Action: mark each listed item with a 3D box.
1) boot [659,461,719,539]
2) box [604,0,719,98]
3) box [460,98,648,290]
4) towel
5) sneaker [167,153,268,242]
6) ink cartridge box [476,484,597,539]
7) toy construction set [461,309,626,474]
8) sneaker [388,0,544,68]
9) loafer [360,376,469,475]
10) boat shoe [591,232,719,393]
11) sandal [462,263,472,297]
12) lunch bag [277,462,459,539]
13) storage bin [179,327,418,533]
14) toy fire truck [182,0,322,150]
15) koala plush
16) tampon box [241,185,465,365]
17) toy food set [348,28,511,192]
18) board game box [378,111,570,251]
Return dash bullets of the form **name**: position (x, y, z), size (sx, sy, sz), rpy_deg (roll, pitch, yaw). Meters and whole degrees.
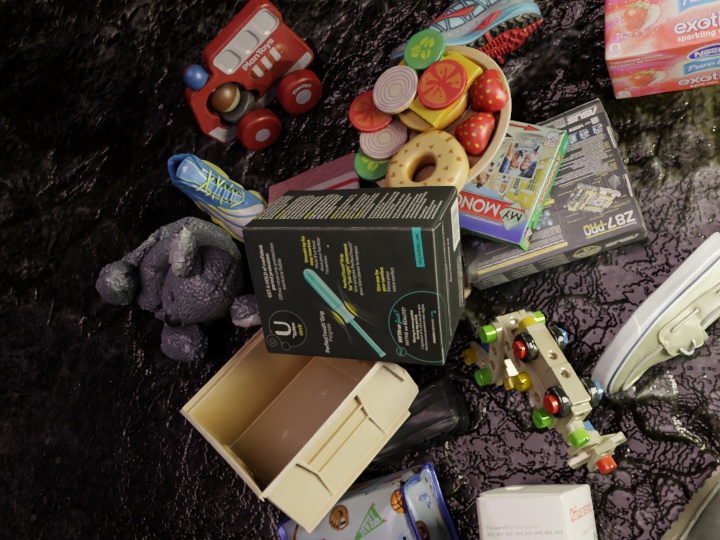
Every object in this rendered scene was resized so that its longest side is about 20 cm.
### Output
- **boot**: position (0.374, 0.273, 0.575), size (0.200, 0.072, 0.182), rpy_deg (37, 110, 37)
- **box**: position (0.365, -0.261, 0.699), size (0.199, 0.095, 0.103), rpy_deg (-2, 76, 28)
- **box**: position (0.204, -0.084, 0.768), size (0.199, 0.049, 0.162), rpy_deg (-20, 66, 22)
- **towel**: position (-0.061, -0.058, 0.881), size (0.144, 0.023, 0.201), rpy_deg (-19, 51, 21)
- **sneaker**: position (-0.212, -0.107, 0.963), size (0.200, 0.105, 0.076), rpy_deg (34, 94, 31)
- **ink cartridge box**: position (0.178, 0.309, 0.626), size (0.084, 0.145, 0.201), rpy_deg (-11, 73, 25)
- **toy construction set**: position (0.187, 0.122, 0.687), size (0.092, 0.131, 0.200), rpy_deg (-26, 59, -26)
- **sneaker**: position (0.131, -0.302, 0.858), size (0.199, 0.079, 0.096), rpy_deg (-14, 58, 17)
- **loafer**: position (0.030, 0.188, 0.785), size (0.200, 0.068, 0.071), rpy_deg (-27, 58, 14)
- **boat shoe**: position (0.314, 0.051, 0.662), size (0.200, 0.072, 0.062), rpy_deg (-50, 58, 5)
- **sandal**: position (0.032, -0.011, 0.828), size (0.211, 0.070, 0.078), rpy_deg (23, 89, 30)
- **lunch bag**: position (0.026, 0.337, 0.720), size (0.169, 0.124, 0.201), rpy_deg (-23, 81, 22)
- **storage bin**: position (-0.069, 0.153, 0.764), size (0.199, 0.094, 0.200), rpy_deg (-47, 37, -17)
- **toy fire truck**: position (-0.164, -0.274, 0.942), size (0.200, 0.168, 0.112), rpy_deg (-39, 63, 14)
- **koala plush**: position (-0.212, 0.012, 0.867), size (0.184, 0.177, 0.200), rpy_deg (-50, 22, -19)
- **tampon box**: position (0.000, 0.000, 0.713), size (0.199, 0.126, 0.151), rpy_deg (2, 115, 19)
- **toy food set**: position (0.076, -0.176, 0.778), size (0.200, 0.049, 0.198), rpy_deg (-51, 57, 9)
- **board game box**: position (0.124, -0.115, 0.777), size (0.199, 0.029, 0.135), rpy_deg (20, 86, 33)
